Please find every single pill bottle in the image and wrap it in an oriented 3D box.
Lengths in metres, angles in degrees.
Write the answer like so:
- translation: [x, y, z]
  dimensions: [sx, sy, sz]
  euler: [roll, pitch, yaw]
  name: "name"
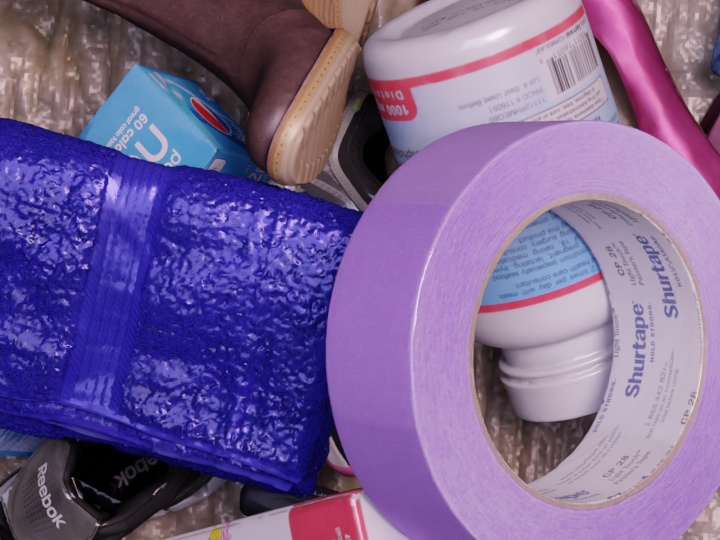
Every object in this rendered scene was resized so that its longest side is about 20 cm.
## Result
- translation: [0.081, -0.034, 1.259]
  dimensions: [0.108, 0.109, 0.201]
  euler: [-19, 105, 4]
  name: "pill bottle"

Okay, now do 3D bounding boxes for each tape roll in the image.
- translation: [0.083, 0.034, 1.157]
  dimensions: [0.199, 0.066, 0.201]
  euler: [-1, 92, -35]
  name: "tape roll"

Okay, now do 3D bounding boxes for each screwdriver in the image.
- translation: [0.034, 0.139, 1.308]
  dimensions: [0.199, 0.029, 0.028]
  euler: [16, 88, 11]
  name: "screwdriver"

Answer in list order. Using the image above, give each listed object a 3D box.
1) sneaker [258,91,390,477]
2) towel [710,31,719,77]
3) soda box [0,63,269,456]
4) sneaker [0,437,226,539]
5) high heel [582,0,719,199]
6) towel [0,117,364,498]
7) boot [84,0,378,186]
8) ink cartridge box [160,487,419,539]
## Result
- translation: [0.000, 0.000, 1.299]
  dimensions: [0.087, 0.074, 0.201]
  euler: [-10, 81, 10]
  name: "sneaker"
- translation: [0.280, -0.116, 1.277]
  dimensions: [0.199, 0.049, 0.112]
  euler: [17, 74, -2]
  name: "towel"
- translation: [-0.136, -0.002, 1.288]
  dimensions: [0.068, 0.064, 0.200]
  euler: [46, 105, 23]
  name: "soda box"
- translation: [-0.155, 0.120, 1.295]
  dimensions: [0.199, 0.091, 0.067]
  euler: [-31, 78, 2]
  name: "sneaker"
- translation: [0.113, -0.089, 1.296]
  dimensions: [0.200, 0.067, 0.096]
  euler: [36, 80, 3]
  name: "high heel"
- translation: [-0.101, 0.021, 1.221]
  dimensions: [0.199, 0.050, 0.148]
  euler: [13, 106, 2]
  name: "towel"
- translation: [-0.083, -0.117, 1.263]
  dimensions: [0.166, 0.200, 0.073]
  euler: [16, 122, 0]
  name: "boot"
- translation: [-0.024, 0.184, 1.233]
  dimensions: [0.200, 0.085, 0.148]
  euler: [-18, 83, 48]
  name: "ink cartridge box"
